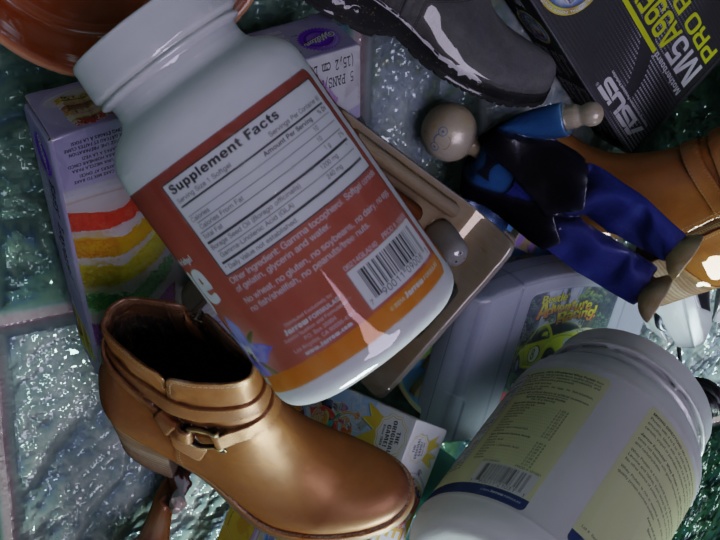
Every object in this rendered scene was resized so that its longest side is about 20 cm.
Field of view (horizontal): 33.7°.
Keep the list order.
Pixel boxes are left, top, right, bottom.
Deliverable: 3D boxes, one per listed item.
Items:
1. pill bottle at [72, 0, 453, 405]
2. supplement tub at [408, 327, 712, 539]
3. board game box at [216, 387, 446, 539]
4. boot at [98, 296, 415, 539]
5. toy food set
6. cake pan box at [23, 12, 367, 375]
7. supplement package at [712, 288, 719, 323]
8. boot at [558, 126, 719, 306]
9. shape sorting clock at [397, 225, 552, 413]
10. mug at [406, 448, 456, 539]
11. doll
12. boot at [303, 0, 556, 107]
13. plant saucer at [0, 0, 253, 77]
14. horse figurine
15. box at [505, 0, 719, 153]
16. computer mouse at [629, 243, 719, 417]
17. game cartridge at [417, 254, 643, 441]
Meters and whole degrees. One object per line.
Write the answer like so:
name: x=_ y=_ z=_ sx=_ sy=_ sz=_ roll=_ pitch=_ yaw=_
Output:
pill bottle: x=-0.050 y=-0.042 z=0.597 sx=0.112 sy=0.112 sz=0.201 roll=-37 pitch=98 yaw=-9
supplement tub: x=0.139 y=0.147 z=0.792 sx=0.200 sy=0.144 sz=0.146 roll=-45 pitch=135 yaw=-36
board game box: x=-0.034 y=0.177 z=0.800 sx=0.034 sy=0.134 sz=0.202 roll=26 pitch=84 yaw=-44
boot: x=-0.057 y=0.083 z=0.686 sx=0.156 sy=0.198 sz=0.077 roll=100 pitch=14 yaw=-58
toy food set: x=0.000 y=0.000 z=0.739 sx=0.144 sy=0.060 sz=0.200 roll=-49 pitch=139 yaw=9
cake pan box: x=-0.087 y=-0.044 z=0.719 sx=0.199 sy=0.052 sz=0.185 roll=-20 pitch=136 yaw=-23
supplement package: x=0.370 y=-0.045 z=0.900 sx=0.201 sy=0.154 sz=0.111 roll=91 pitch=16 yaw=-50
boot: x=0.213 y=-0.069 z=0.826 sx=0.199 sy=0.074 sz=0.154 roll=36 pitch=138 yaw=-19
shape sorting clock: x=0.112 y=0.036 z=0.910 sx=0.198 sy=0.039 sz=0.202 roll=-14 pitch=121 yaw=-25
mug: x=0.032 y=0.190 z=0.895 sx=0.151 sy=0.114 sz=0.186 roll=10 pitch=109 yaw=-34
doll: x=0.129 y=-0.054 z=0.797 sx=0.048 sy=0.199 sz=0.137 roll=-46 pitch=165 yaw=-49
boot: x=0.067 y=-0.186 z=0.710 sx=0.199 sy=0.070 sz=0.132 roll=20 pitch=119 yaw=-29
plant saucer: x=-0.133 y=-0.203 z=0.635 sx=0.199 sy=0.032 sz=0.202 roll=-15 pitch=123 yaw=-25
horse figurine: x=-0.149 y=0.246 z=0.823 sx=0.049 sy=0.133 sz=0.202 roll=5 pitch=122 yaw=-7
box: x=0.189 y=-0.203 z=0.827 sx=0.160 sy=0.044 sz=0.200 roll=-46 pitch=129 yaw=-3
computer mouse: x=0.244 y=0.026 z=0.959 sx=0.044 sy=0.109 sz=0.202 roll=-21 pitch=116 yaw=-27
game cartridge: x=0.137 y=0.054 z=0.888 sx=0.199 sy=0.041 sz=0.134 roll=-4 pitch=114 yaw=-37
